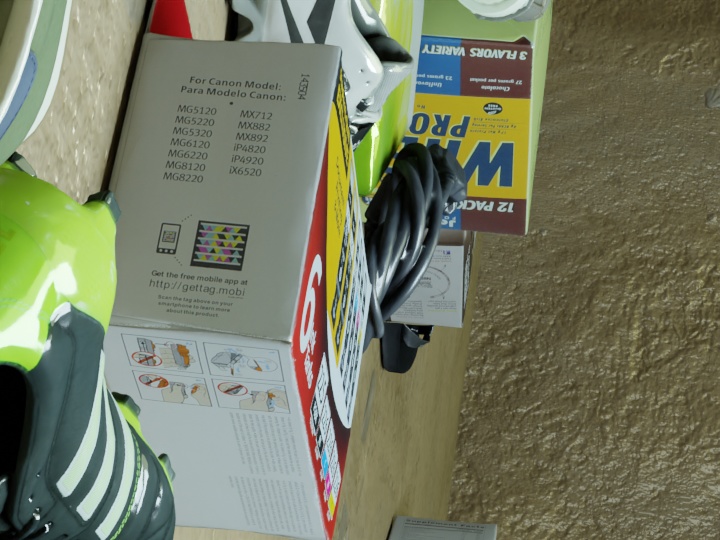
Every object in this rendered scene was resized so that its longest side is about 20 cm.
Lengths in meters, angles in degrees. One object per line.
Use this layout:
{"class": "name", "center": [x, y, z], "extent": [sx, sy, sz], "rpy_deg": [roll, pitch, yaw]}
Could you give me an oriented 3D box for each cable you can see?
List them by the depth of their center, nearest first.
{"class": "cable", "center": [0.000, 0.000, 1.248], "extent": [0.163, 0.051, 0.200], "rpy_deg": [-52, -175, 11]}

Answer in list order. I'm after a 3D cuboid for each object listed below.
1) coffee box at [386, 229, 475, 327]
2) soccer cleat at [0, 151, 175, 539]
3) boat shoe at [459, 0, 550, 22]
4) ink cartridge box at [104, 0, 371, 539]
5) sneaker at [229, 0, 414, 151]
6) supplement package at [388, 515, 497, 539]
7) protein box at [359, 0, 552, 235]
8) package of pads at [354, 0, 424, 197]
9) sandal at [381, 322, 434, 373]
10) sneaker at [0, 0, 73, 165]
{"class": "coffee box", "center": [0.051, -0.058, 1.760], "extent": [0.200, 0.080, 0.113], "rpy_deg": [88, 9, -51]}
{"class": "soccer cleat", "center": [-0.099, 0.052, 0.633], "extent": [0.081, 0.067, 0.200], "rpy_deg": [-58, 159, -33]}
{"class": "boat shoe", "center": [0.052, -0.234, 1.314], "extent": [0.202, 0.072, 0.060], "rpy_deg": [62, 19, 17]}
{"class": "ink cartridge box", "center": [-0.046, -0.007, 0.912], "extent": [0.200, 0.084, 0.176], "rpy_deg": [83, 14, -62]}
{"class": "sneaker", "center": [-0.020, -0.081, 1.070], "extent": [0.074, 0.088, 0.200], "rpy_deg": [-76, 171, -60]}
{"class": "supplement package", "center": [0.075, 0.338, 2.202], "extent": [0.200, 0.114, 0.110], "rpy_deg": [-63, 156, -72]}
{"class": "protein box", "center": [0.055, -0.164, 1.447], "extent": [0.200, 0.135, 0.199], "rpy_deg": [86, 11, -56]}
{"class": "package of pads", "center": [-0.004, -0.157, 1.226], "extent": [0.155, 0.068, 0.200], "rpy_deg": [-61, 157, -71]}
{"class": "sandal", "center": [0.044, 0.041, 1.954], "extent": [0.200, 0.043, 0.076], "rpy_deg": [79, 18, -69]}
{"class": "sneaker", "center": [-0.089, -0.109, 0.482], "extent": [0.090, 0.067, 0.200], "rpy_deg": [-82, 179, -72]}
